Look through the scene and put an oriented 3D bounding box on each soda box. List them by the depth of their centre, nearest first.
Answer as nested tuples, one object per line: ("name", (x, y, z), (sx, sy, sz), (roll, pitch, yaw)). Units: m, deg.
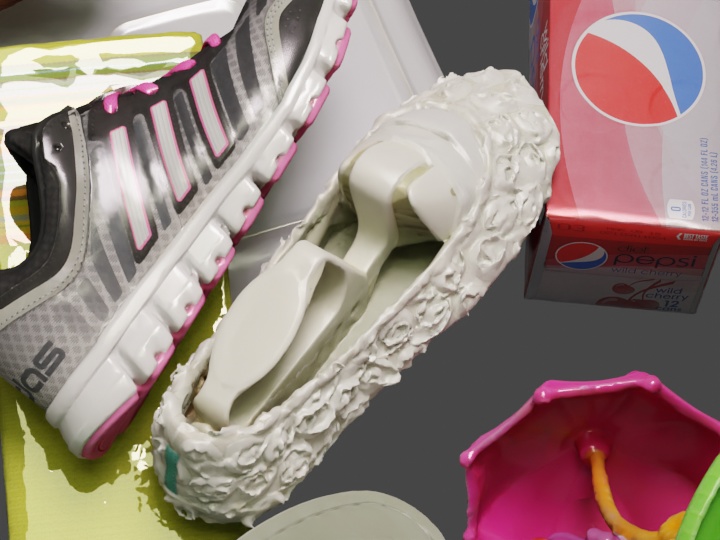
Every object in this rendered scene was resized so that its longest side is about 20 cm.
("soda box", (0.100, -0.087, 0.999), (0.069, 0.064, 0.201), (4, 61, -2))

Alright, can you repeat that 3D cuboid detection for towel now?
("towel", (-0.088, 0.014, 0.926), (0.085, 0.018, 0.202), (-5, 75, -7))

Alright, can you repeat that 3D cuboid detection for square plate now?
("square plate", (-0.065, -0.068, 0.995), (0.199, 0.029, 0.199), (-16, 64, -13))

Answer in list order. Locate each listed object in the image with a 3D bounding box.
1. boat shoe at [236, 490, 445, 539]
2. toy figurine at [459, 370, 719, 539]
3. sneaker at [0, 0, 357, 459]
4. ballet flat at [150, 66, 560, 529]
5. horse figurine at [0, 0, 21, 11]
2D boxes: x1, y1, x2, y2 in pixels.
("boat shoe", (-0.041, 0.146, 0.851), (0.072, 0.061, 0.201), (35, 45, 13))
("toy figurine", (0.089, 0.106, 0.835), (0.200, 0.184, 0.150), (-48, 116, -15))
("sneaker", (-0.073, -0.041, 0.895), (0.087, 0.074, 0.201), (31, 78, -3))
("ballet flat", (0.000, 0.000, 0.891), (0.072, 0.072, 0.200), (33, 72, 14))
("horse figurine", (-0.174, -0.108, 0.971), (0.200, 0.050, 0.133), (-45, 69, 2))
